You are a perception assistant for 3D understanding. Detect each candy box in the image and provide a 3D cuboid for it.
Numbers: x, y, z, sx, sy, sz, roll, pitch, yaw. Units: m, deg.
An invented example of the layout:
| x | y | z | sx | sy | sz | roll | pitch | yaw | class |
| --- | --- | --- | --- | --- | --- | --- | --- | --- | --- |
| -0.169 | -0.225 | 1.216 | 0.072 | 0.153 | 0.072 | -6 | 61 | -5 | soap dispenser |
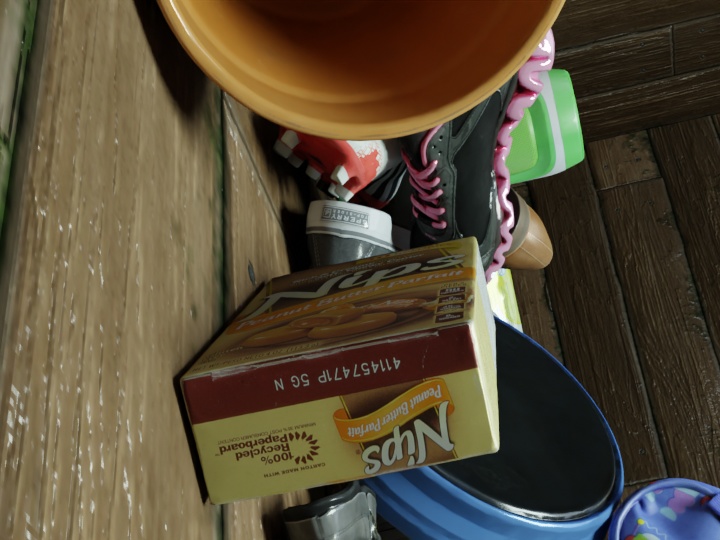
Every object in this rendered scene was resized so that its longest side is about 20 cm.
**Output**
| x | y | z | sx | sy | sz | roll | pitch | yaw | class |
| --- | --- | --- | --- | --- | --- | --- | --- | --- | --- |
| 0.001 | 0.036 | 0.544 | 0.200 | 0.114 | 0.056 | -63 | 142 | -78 | candy box |

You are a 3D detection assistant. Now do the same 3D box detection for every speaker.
| x | y | z | sx | sy | sz | roll | pitch | yaw | class |
| --- | --- | --- | --- | --- | --- | --- | --- | --- | --- |
| 0.075 | -0.103 | 0.980 | 0.088 | 0.197 | 0.090 | -12 | 90 | -82 | speaker |

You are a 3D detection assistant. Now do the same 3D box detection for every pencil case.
| x | y | z | sx | sy | sz | roll | pitch | yaw | class |
| --- | --- | --- | --- | --- | --- | --- | --- | --- | --- |
| 0.193 | 0.191 | 0.725 | 0.078 | 0.086 | 0.201 | 58 | -6 | 34 | pencil case |

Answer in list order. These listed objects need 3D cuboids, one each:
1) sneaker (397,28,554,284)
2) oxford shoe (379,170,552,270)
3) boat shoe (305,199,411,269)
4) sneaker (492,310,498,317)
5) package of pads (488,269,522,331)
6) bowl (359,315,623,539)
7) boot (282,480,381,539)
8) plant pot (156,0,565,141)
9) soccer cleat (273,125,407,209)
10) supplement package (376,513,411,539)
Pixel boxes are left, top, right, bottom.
| x | y | z | sx | sy | sz | roll | pitch | yaw | class |
| --- | --- | --- | --- | --- | --- | --- | --- | --- | --- |
| 0.051 | -0.071 | 0.751 | 0.095 | 0.079 | 0.203 | -10 | 118 | -42 | sneaker |
| 0.060 | -0.048 | 0.880 | 0.071 | 0.072 | 0.200 | 31 | 6 | -44 | oxford shoe |
| 0.000 | 0.000 | 0.802 | 0.200 | 0.069 | 0.067 | 46 | 53 | -84 | boat shoe |
| 0.069 | 0.127 | 0.911 | 0.076 | 0.112 | 0.203 | -74 | 154 | -65 | sneaker |
| 0.074 | 0.005 | 1.102 | 0.200 | 0.067 | 0.157 | -167 | -118 | -75 | package of pads |
| 0.064 | 0.086 | 0.705 | 0.040 | 0.198 | 0.202 | -59 | -165 | 29 | bowl |
| -0.008 | 0.162 | 0.527 | 0.200 | 0.069 | 0.134 | 102 | -25 | -82 | boot |
| -0.010 | -0.176 | 0.569 | 0.140 | 0.197 | 0.203 | -124 | -162 | -67 | plant pot |
| 0.000 | -0.087 | 0.772 | 0.068 | 0.086 | 0.200 | 35 | -1 | 11 | soccer cleat |
| 0.087 | 0.208 | 0.793 | 0.201 | 0.148 | 0.153 | -90 | 166 | -58 | supplement package |
